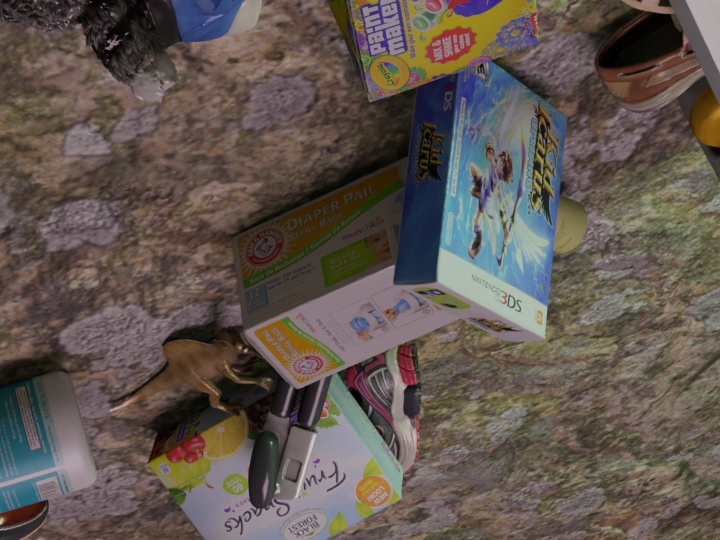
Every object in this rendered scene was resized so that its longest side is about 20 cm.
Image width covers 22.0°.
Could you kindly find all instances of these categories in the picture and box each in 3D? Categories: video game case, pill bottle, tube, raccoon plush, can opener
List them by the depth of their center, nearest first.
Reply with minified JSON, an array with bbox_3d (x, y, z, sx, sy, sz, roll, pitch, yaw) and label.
[{"bbox_3d":[-0.227,-0.160,1.162,0.134,0.201,0.097,-33,180,21],"label":"raccoon plush"},{"bbox_3d":[0.102,-0.061,1.505,0.045,0.202,0.181,-2,164,33],"label":"video game case"},{"bbox_3d":[0.120,-0.060,1.669,0.199,0.052,0.058,17,95,-39],"label":"tube"},{"bbox_3d":[-0.347,0.169,1.683,0.199,0.111,0.111,-15,150,-9],"label":"pill bottle"},{"bbox_3d":[-0.062,0.130,1.749,0.053,0.067,0.201,18,106,6],"label":"can opener"}]

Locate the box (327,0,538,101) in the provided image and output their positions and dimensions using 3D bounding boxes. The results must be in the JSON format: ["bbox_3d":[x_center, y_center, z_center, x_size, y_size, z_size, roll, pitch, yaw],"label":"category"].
[{"bbox_3d":[0.018,-0.249,1.140,0.121,0.194,0.200,-19,151,-3],"label":"box"}]

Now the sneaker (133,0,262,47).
[{"bbox_3d":[-0.118,-0.216,1.226,0.111,0.077,0.200,-20,158,-21],"label":"sneaker"}]

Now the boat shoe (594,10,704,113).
[{"bbox_3d":[0.276,-0.204,1.504,0.200,0.076,0.072,-39,140,20],"label":"boat shoe"}]

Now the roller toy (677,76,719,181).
[{"bbox_3d":[0.375,-0.147,1.591,0.182,0.140,0.200,-28,149,12],"label":"roller toy"}]

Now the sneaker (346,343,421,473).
[{"bbox_3d":[0.023,0.140,1.917,0.074,0.081,0.201,-3,141,-1],"label":"sneaker"}]

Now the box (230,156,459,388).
[{"bbox_3d":[0.000,0.000,1.596,0.199,0.113,0.101,-24,138,14],"label":"box"}]

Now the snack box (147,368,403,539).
[{"bbox_3d":[-0.083,0.196,1.852,0.199,0.068,0.169,-28,109,15],"label":"snack box"}]

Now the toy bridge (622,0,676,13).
[{"bbox_3d":[0.225,-0.233,1.417,0.199,0.027,0.068,7,117,-25],"label":"toy bridge"}]

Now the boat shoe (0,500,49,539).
[{"bbox_3d":[-0.395,0.229,1.799,0.199,0.072,0.063,1,142,-26],"label":"boat shoe"}]

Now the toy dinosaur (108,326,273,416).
[{"bbox_3d":[-0.149,0.093,1.758,0.101,0.059,0.200,27,142,-30],"label":"toy dinosaur"}]

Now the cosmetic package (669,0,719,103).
[{"bbox_3d":[0.307,-0.231,1.402,0.150,0.052,0.200,-35,126,-1],"label":"cosmetic package"}]
